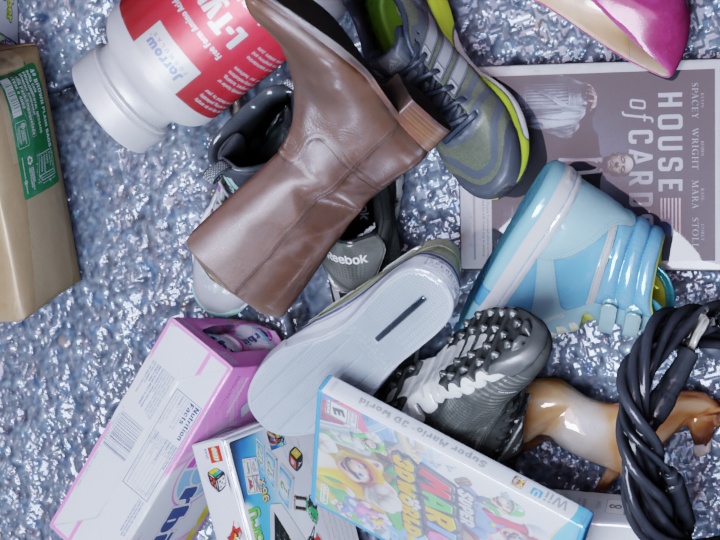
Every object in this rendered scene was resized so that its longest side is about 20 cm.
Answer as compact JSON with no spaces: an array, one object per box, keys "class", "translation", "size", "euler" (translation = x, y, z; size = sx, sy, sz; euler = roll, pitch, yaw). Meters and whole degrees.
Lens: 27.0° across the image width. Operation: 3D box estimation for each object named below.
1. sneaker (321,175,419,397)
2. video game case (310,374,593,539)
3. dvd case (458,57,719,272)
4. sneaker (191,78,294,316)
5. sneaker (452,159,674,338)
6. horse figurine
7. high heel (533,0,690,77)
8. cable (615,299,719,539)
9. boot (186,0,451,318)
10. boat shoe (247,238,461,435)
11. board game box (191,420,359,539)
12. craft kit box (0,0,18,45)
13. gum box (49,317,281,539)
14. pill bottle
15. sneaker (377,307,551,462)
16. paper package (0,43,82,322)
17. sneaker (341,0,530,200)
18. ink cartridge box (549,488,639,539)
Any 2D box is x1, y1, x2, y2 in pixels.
[{"class":"sneaker","translation":[0.000,0.000,1.103],"size":[0.066,0.090,0.202],"euler":[-4,93,17]},{"class":"video game case","translation":[0.056,0.162,1.030],"size":[0.199,0.018,0.144],"euler":[26,142,17]},{"class":"dvd case","translation":[0.170,-0.075,1.084],"size":[0.198,0.025,0.152],"euler":[0,94,17]},{"class":"sneaker","translation":[-0.089,-0.055,1.098],"size":[0.077,0.140,0.201],"euler":[27,100,13]},{"class":"sneaker","translation":[0.144,0.031,1.059],"size":[0.130,0.080,0.201],"euler":[26,129,-1]},{"class":"horse figurine","translation":[0.153,0.128,1.091],"size":[0.199,0.050,0.133],"euler":[18,106,11]},{"class":"high heel","translation":[0.132,-0.188,1.060],"size":[0.198,0.067,0.097],"euler":[6,76,3]},{"class":"cable","translation":[0.241,0.121,1.019],"size":[0.051,0.162,0.202],"euler":[7,106,54]},{"class":"boot","translation":[-0.065,-0.074,1.005],"size":[0.186,0.064,0.200],"euler":[38,108,-26]},{"class":"boat shoe","translation":[0.001,0.050,1.055],"size":[0.200,0.062,0.072],"euler":[-36,98,31]},{"class":"board game box","translation":[-0.049,0.208,1.112],"size":[0.034,0.126,0.202],"euler":[-15,89,35]},{"class":"craft kit box","translation":[-0.375,-0.232,1.220],"size":[0.198,0.048,0.199],"euler":[2,92,16]},{"class":"gum box","translation":[-0.135,0.126,1.134],"size":[0.066,0.113,0.201],"euler":[36,103,21]},{"class":"pill bottle","translation":[-0.114,-0.180,1.112],"size":[0.200,0.112,0.113],"euler":[-37,84,15]},{"class":"sneaker","translation":[0.085,0.086,1.013],"size":[0.090,0.067,0.200],"euler":[35,146,-11]},{"class":"paper package","translation":[-0.331,-0.064,1.164],"size":[0.189,0.104,0.202],"euler":[-2,109,15]},{"class":"sneaker","translation":[0.046,-0.133,1.066],"size":[0.074,0.081,0.201],"euler":[-43,70,30]},{"class":"ink cartridge box","translation":[0.112,0.237,1.089],"size":[0.198,0.050,0.162],"euler":[2,111,13]}]
